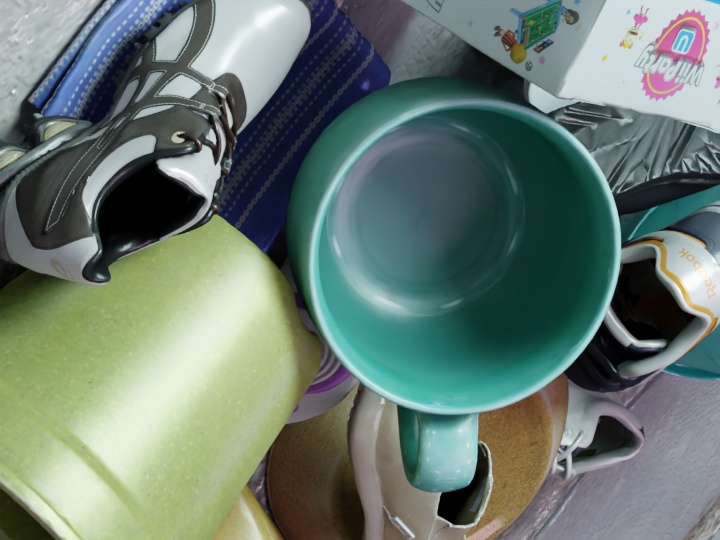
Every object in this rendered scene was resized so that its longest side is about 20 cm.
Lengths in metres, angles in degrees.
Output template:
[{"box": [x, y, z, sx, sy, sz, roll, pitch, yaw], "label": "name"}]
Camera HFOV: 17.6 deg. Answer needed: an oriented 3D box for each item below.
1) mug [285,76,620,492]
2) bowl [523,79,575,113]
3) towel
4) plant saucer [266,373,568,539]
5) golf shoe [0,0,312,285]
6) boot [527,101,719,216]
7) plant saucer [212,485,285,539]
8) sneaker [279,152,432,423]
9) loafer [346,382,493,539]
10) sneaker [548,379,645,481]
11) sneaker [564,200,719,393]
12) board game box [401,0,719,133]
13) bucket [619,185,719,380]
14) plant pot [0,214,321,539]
[{"box": [0.031, -0.005, 1.133, 0.152, 0.114, 0.185, 34, 96, -16], "label": "mug"}, {"box": [0.173, -0.162, 1.275, 0.201, 0.090, 0.201, -14, 161, -5], "label": "bowl"}, {"box": [-0.066, -0.088, 1.151, 0.145, 0.024, 0.200, -52, 145, -4], "label": "towel"}, {"box": [0.043, 0.111, 1.385, 0.200, 0.035, 0.200, -13, 126, -19], "label": "plant saucer"}, {"box": [-0.081, -0.058, 1.066, 0.200, 0.094, 0.078, -42, 140, -22], "label": "golf shoe"}, {"box": [0.132, -0.053, 1.298, 0.200, 0.076, 0.168, -18, 171, -28], "label": "boot"}, {"box": [-0.085, 0.237, 1.338, 0.200, 0.048, 0.200, -58, 153, -19], "label": "plant saucer"}, {"box": [0.000, 0.000, 1.259, 0.200, 0.075, 0.100, -59, 168, 26], "label": "sneaker"}, {"box": [0.039, 0.130, 1.299, 0.200, 0.068, 0.076, 75, 31, -50], "label": "loafer"}, {"box": [0.111, 0.099, 1.477, 0.200, 0.071, 0.073, -8, 125, -46], "label": "sneaker"}, {"box": [0.149, 0.024, 1.307, 0.079, 0.078, 0.200, -31, 171, -33], "label": "sneaker"}, {"box": [0.076, -0.143, 1.114, 0.148, 0.200, 0.064, 5, 115, -52], "label": "board game box"}, {"box": [0.243, -0.024, 1.416, 0.207, 0.135, 0.207, -5, 97, -43], "label": "bucket"}, {"box": [-0.122, 0.067, 1.096, 0.184, 0.200, 0.200, -48, 147, -27], "label": "plant pot"}]
